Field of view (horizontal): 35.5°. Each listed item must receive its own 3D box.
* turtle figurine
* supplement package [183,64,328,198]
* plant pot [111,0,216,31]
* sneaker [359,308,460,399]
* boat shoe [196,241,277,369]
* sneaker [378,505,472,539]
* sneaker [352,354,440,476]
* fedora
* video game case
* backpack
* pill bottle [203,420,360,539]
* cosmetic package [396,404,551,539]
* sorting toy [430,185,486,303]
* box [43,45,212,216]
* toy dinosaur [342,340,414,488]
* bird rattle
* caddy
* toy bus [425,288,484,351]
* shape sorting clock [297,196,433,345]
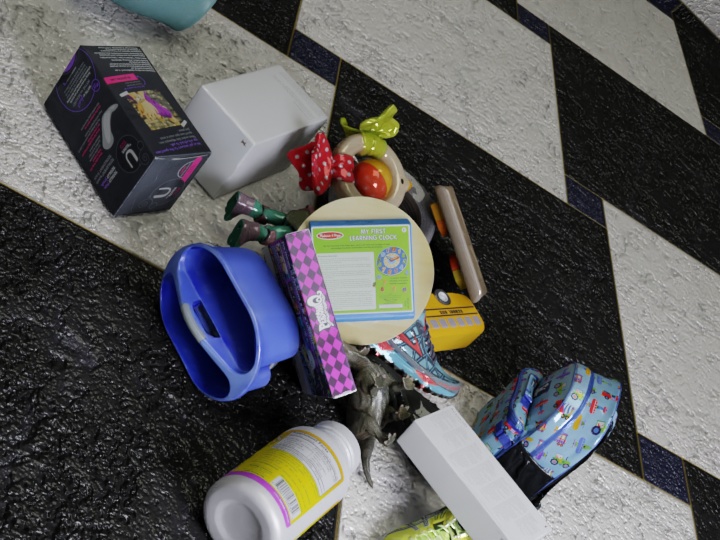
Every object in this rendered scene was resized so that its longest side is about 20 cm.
[{"bbox_3d":[-0.087,-0.043,1.564,0.200,0.101,0.150,19,16,-26],"label":"turtle figurine"},{"bbox_3d":[-0.167,-0.210,1.663,0.120,0.121,0.200,48,34,7],"label":"supplement package"},{"bbox_3d":[-0.319,-0.482,1.759,0.188,0.200,0.200,36,32,-37],"label":"plant pot"},{"bbox_3d":[0.072,0.099,1.552,0.200,0.096,0.079,38,-4,-16],"label":"sneaker"},{"bbox_3d":[-0.147,0.040,1.459,0.072,0.072,0.200,-6,57,-50],"label":"boat shoe"},{"bbox_3d":[0.088,0.328,1.383,0.075,0.076,0.200,53,37,12],"label":"sneaker"},{"bbox_3d":[0.063,0.193,1.521,0.200,0.076,0.091,51,23,3],"label":"sneaker"},{"bbox_3d":[0.018,-0.075,1.731,0.177,0.090,0.200,38,40,-5],"label":"fedora"},{"bbox_3d":[-0.067,0.056,1.386,0.036,0.181,0.200,-16,89,-14],"label":"video game case"},{"bbox_3d":[0.265,0.210,1.576,0.135,0.200,0.183,41,35,-3],"label":"backpack"},{"bbox_3d":[-0.081,0.243,1.281,0.104,0.104,0.200,49,34,9],"label":"pill bottle"},{"bbox_3d":[0.139,0.265,1.391,0.082,0.051,0.200,-14,57,-47],"label":"cosmetic package"},{"bbox_3d":[0.153,-0.042,1.772,0.200,0.036,0.185,-18,90,-82],"label":"sorting toy"},{"bbox_3d":[-0.310,-0.188,1.496,0.106,0.122,0.200,-12,62,-51],"label":"box"},{"bbox_3d":[0.014,0.175,1.454,0.077,0.102,0.200,-11,94,-34],"label":"toy dinosaur"},{"bbox_3d":[0.001,-0.151,1.646,0.163,0.113,0.200,53,43,-8],"label":"bird rattle"},{"bbox_3d":[-0.167,0.060,1.357,0.105,0.141,0.200,-5,55,-48],"label":"caddy"},{"bbox_3d":[0.090,0.078,1.663,0.200,0.065,0.078,-3,56,-47],"label":"toy bus"},{"bbox_3d":[0.000,0.000,1.506,0.200,0.200,0.039,38,-9,-7],"label":"shape sorting clock"}]
